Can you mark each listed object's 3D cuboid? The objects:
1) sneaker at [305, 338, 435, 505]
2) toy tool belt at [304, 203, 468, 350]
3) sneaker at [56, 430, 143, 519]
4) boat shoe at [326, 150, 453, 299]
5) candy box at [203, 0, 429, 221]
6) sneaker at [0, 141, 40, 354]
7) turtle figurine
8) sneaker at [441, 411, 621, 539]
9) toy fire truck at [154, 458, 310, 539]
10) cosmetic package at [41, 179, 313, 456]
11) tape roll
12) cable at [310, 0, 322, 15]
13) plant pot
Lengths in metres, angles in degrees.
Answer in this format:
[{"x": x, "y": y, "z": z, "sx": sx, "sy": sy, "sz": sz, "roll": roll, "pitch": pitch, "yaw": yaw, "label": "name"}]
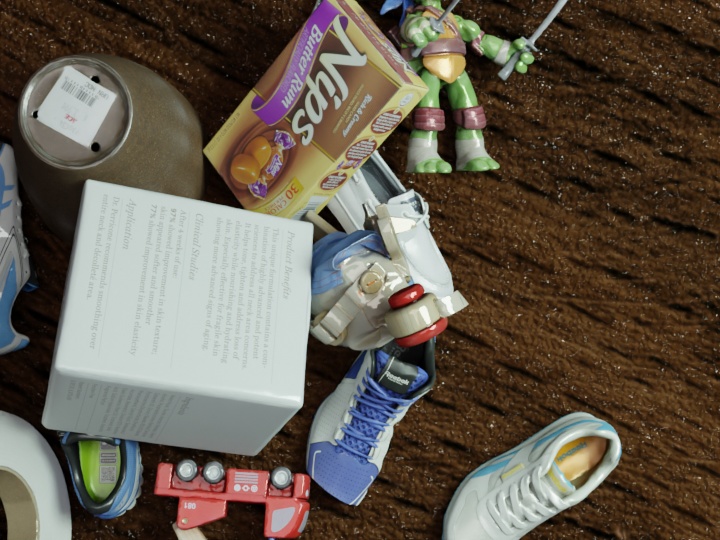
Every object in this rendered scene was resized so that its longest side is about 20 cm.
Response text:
[{"x": 0.013, "y": 0.117, "z": 0.941, "sx": 0.080, "sy": 0.115, "sz": 0.201, "roll": 28, "pitch": 83, "yaw": 0, "label": "sneaker"}, {"x": 0.000, "y": 0.000, "z": 0.868, "sx": 0.124, "sy": 0.200, "sz": 0.124, "roll": -27, "pitch": 97, "yaw": -17, "label": "toy tool belt"}, {"x": -0.237, "y": 0.130, "z": 0.935, "sx": 0.077, "sy": 0.089, "sz": 0.203, "roll": -6, "pitch": 85, "yaw": -6, "label": "sneaker"}, {"x": 0.030, "y": -0.055, "z": 0.974, "sx": 0.072, "sy": 0.068, "sz": 0.201, "roll": -25, "pitch": 77, "yaw": -49, "label": "boat shoe"}, {"x": -0.044, "y": -0.139, "z": 0.934, "sx": 0.200, "sy": 0.056, "sz": 0.117, "roll": -46, "pitch": 71, "yaw": 24, "label": "candy box"}, {"x": -0.340, "y": -0.021, "z": 0.958, "sx": 0.072, "sy": 0.072, "sz": 0.203, "roll": 6, "pitch": 80, "yaw": -29, "label": "sneaker"}, {"x": 0.103, "y": -0.192, "z": 0.952, "sx": 0.197, "sy": 0.144, "sz": 0.197, "roll": 0, "pitch": 98, "yaw": 23, "label": "turtle figurine"}, {"x": 0.160, "y": 0.207, "z": 0.961, "sx": 0.199, "sy": 0.081, "sz": 0.077, "roll": -39, "pitch": 90, "yaw": -5, "label": "sneaker"}, {"x": -0.149, "y": 0.251, "z": 0.940, "sx": 0.197, "sy": 0.049, "sz": 0.143, "roll": 5, "pitch": 76, "yaw": -2, "label": "toy fire truck"}, {"x": -0.158, "y": 0.049, "z": 0.869, "sx": 0.197, "sy": 0.167, "sz": 0.170, "roll": 11, "pitch": 62, "yaw": -16, "label": "cosmetic package"}, {"x": -0.323, "y": 0.223, "z": 0.867, "sx": 0.037, "sy": 0.202, "sz": 0.206, "roll": -11, "pitch": 85, "yaw": 19, "label": "tape roll"}, {"x": -0.026, "y": -0.291, "z": 1.008, "sx": 0.096, "sy": 0.050, "sz": 0.202, "roll": 28, "pitch": 82, "yaw": 0, "label": "cable"}, {"x": -0.235, "y": -0.118, "z": 0.902, "sx": 0.184, "sy": 0.200, "sz": 0.190, "roll": 0, "pitch": 84, "yaw": -4, "label": "plant pot"}]
